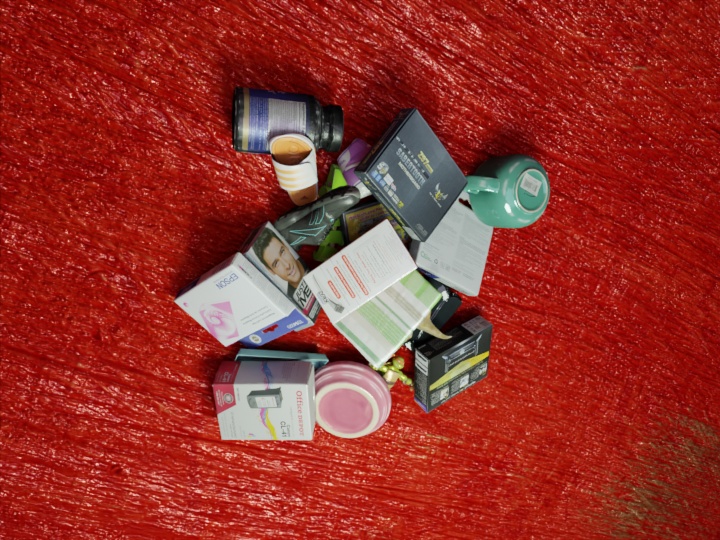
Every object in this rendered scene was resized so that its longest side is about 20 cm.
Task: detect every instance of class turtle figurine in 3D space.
[{"bbox_3d":[0.051,0.251,1.202,0.198,0.065,0.163,25,107,-31],"label":"turtle figurine"}]

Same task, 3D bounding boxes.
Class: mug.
[{"bbox_3d":[0.312,-0.160,1.098,0.183,0.114,0.154,-29,107,-20],"label":"mug"}]

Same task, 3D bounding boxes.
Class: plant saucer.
[{"bbox_3d":[-0.171,0.190,1.124,0.196,0.070,0.019,8,63,-18],"label":"plant saucer"},{"bbox_3d":[-0.030,0.298,1.162,0.196,0.051,0.205,3,115,7],"label":"plant saucer"}]

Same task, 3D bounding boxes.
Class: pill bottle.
[{"bbox_3d":[-0.134,-0.268,0.956,0.196,0.112,0.114,1,107,-17],"label":"pill bottle"}]

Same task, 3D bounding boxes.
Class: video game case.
[{"bbox_3d":[0.056,-0.063,1.096,0.197,0.025,0.184,-20,115,-25],"label":"video game case"}]

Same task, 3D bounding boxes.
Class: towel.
[{"bbox_3d":[0.050,0.076,1.056,0.149,0.031,0.201,43,96,7],"label":"towel"}]

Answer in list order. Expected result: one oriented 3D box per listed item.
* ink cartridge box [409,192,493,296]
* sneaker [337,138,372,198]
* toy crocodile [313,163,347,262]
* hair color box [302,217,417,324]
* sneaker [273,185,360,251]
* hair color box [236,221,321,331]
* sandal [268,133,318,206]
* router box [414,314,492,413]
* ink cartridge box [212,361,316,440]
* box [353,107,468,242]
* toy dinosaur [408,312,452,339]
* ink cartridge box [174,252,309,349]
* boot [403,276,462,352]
[{"bbox_3d":[0.201,-0.072,1.125,0.194,0.043,0.204,25,74,-32],"label":"ink cartridge box"},{"bbox_3d":[0.043,-0.226,1.045,0.198,0.073,0.116,-22,73,-34],"label":"sneaker"},{"bbox_3d":[-0.058,-0.113,1.060,0.066,0.061,0.205,-3,106,-34],"label":"toy crocodile"},{"bbox_3d":[0.000,0.000,1.012,0.198,0.064,0.112,-34,94,6],"label":"hair color box"},{"bbox_3d":[-0.074,-0.099,0.992,0.197,0.075,0.080,-20,106,33],"label":"sneaker"},{"bbox_3d":[-0.156,0.014,1.041,0.060,0.100,0.201,-22,119,36],"label":"hair color box"},{"bbox_3d":[-0.111,-0.167,0.963,0.077,0.060,0.208,-9,151,2],"label":"sandal"},{"bbox_3d":[0.213,0.212,1.197,0.197,0.052,0.160,-22,126,-28],"label":"router box"},{"bbox_3d":[-0.196,0.272,1.091,0.195,0.086,0.151,0,115,3],"label":"ink cartridge box"},{"bbox_3d":[0.101,-0.178,0.993,0.159,0.051,0.200,-52,123,-11],"label":"box"},{"bbox_3d":[0.115,0.106,1.095,0.101,0.058,0.200,-44,104,-5],"label":"toy dinosaur"},{"bbox_3d":[-0.231,0.080,1.013,0.194,0.044,0.200,-27,117,34],"label":"ink cartridge box"},{"bbox_3d":[0.116,0.078,1.161,0.198,0.076,0.170,32,93,-19],"label":"boot"}]
